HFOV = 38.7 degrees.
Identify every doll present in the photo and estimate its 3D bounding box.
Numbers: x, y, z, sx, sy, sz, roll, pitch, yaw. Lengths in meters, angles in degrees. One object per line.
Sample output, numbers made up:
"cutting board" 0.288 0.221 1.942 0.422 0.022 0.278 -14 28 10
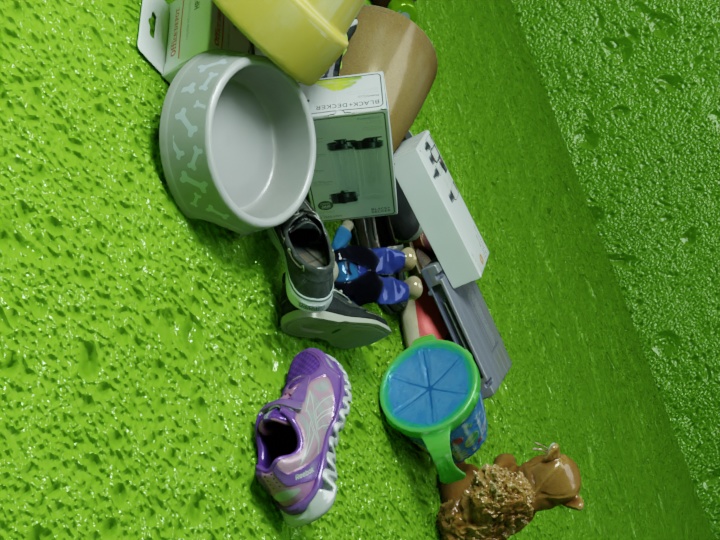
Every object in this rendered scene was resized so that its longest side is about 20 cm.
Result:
"doll" 0.000 0.000 1.320 0.198 0.048 0.139 0 76 -51

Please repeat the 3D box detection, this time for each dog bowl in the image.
"dog bowl" -0.121 -0.134 1.083 0.198 0.058 0.205 -4 95 -54

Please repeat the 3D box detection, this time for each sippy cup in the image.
"sippy cup" 0.107 0.184 1.350 0.179 0.138 0.131 -59 142 -24

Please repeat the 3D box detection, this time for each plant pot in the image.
"plant pot" 0.000 -0.222 1.399 0.187 0.184 0.203 48 44 -40
"plant pot" -0.060 -0.336 1.094 0.200 0.189 0.201 42 13 -12

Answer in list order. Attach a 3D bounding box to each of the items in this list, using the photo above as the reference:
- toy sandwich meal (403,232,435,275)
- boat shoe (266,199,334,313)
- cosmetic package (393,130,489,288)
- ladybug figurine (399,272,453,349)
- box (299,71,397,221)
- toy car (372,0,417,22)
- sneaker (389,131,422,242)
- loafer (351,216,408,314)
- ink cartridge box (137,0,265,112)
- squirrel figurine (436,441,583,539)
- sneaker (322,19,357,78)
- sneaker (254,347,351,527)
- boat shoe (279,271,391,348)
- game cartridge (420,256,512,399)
"toy sandwich meal" 0.131 -0.036 1.645 0.205 0.069 0.208 48 31 -41
"boat shoe" -0.062 -0.036 1.152 0.067 0.057 0.201 3 37 -18
"cosmetic package" 0.112 -0.085 1.418 0.202 0.050 0.083 61 28 -16
"ladybug figurine" 0.114 0.097 1.495 0.135 0.071 0.204 10 62 -64
"box" -0.016 -0.147 1.258 0.201 0.114 0.061 79 6 -56
"toy car" 0.041 -0.559 1.805 0.199 0.157 0.166 32 29 -37
"sneaker" 0.047 -0.152 1.545 0.106 0.074 0.204 32 44 -59
"loafer" 0.029 -0.039 1.426 0.203 0.062 0.072 67 23 -7
"ink cartridge box" -0.160 -0.238 1.160 0.200 0.067 0.118 44 33 -45
"squirrel figurine" 0.201 0.307 1.368 0.199 0.184 0.144 -11 80 -67
"sneaker" -0.057 -0.241 1.315 0.083 0.071 0.201 44 68 -20
"sneaker" -0.065 0.153 1.045 0.088 0.080 0.202 43 34 -32
"boat shoe" -0.026 0.048 1.218 0.199 0.071 0.069 23 48 -54
"game cartridge" 0.153 0.071 1.471 0.203 0.038 0.130 65 21 -5
